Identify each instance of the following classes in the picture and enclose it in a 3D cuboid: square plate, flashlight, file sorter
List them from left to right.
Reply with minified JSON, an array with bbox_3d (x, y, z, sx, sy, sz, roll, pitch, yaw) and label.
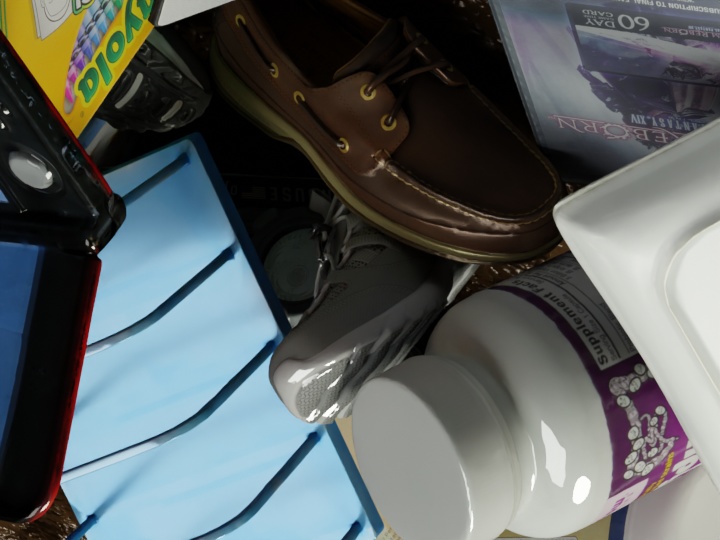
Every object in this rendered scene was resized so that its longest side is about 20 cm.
[{"bbox_3d":[-0.106,0.069,1.153,0.138,0.123,0.201,-21,100,24],"label":"file sorter"},{"bbox_3d":[-0.003,0.034,1.332,0.068,0.068,0.200,-15,152,11],"label":"flashlight"},{"bbox_3d":[0.204,0.002,1.055,0.197,0.029,0.200,-27,128,10],"label":"square plate"}]

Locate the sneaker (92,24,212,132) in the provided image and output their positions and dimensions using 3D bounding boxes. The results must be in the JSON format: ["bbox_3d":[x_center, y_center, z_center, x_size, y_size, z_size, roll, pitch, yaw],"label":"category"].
[{"bbox_3d":[-0.143,-0.144,1.204,0.200,0.079,0.074,41,140,-5],"label":"sneaker"}]

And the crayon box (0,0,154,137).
[{"bbox_3d":[-0.131,-0.138,1.087,0.058,0.201,0.119,14,147,28],"label":"crayon box"}]

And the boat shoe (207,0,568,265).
[{"bbox_3d":[0.009,-0.073,1.162,0.200,0.072,0.068,36,149,24],"label":"boat shoe"}]

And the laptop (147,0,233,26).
[{"bbox_3d":[0.041,-0.135,1.030,0.116,0.199,0.187,59,155,18],"label":"laptop"}]

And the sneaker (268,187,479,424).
[{"bbox_3d":[0.000,0.000,1.193,0.082,0.200,0.075,39,125,3],"label":"sneaker"}]

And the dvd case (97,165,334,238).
[{"bbox_3d":[-0.079,0.006,1.364,0.149,0.025,0.200,2,152,-14],"label":"dvd case"}]

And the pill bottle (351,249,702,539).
[{"bbox_3d":[0.098,0.049,1.144,0.112,0.199,0.113,36,139,41],"label":"pill bottle"}]

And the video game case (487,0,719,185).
[{"bbox_3d":[0.130,-0.080,1.069,0.142,0.019,0.200,10,156,19],"label":"video game case"}]

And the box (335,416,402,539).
[{"bbox_3d":[-0.046,0.085,1.305,0.200,0.078,0.095,35,171,-22],"label":"box"}]

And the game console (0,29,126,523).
[{"bbox_3d":[-0.202,-0.011,1.020,0.199,0.119,0.173,6,142,38],"label":"game console"}]

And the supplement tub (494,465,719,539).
[{"bbox_3d":[0.123,0.150,1.350,0.199,0.145,0.145,-7,134,47],"label":"supplement tub"}]

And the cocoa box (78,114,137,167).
[{"bbox_3d":[-0.194,-0.064,1.319,0.131,0.134,0.200,32,151,3],"label":"cocoa box"}]
